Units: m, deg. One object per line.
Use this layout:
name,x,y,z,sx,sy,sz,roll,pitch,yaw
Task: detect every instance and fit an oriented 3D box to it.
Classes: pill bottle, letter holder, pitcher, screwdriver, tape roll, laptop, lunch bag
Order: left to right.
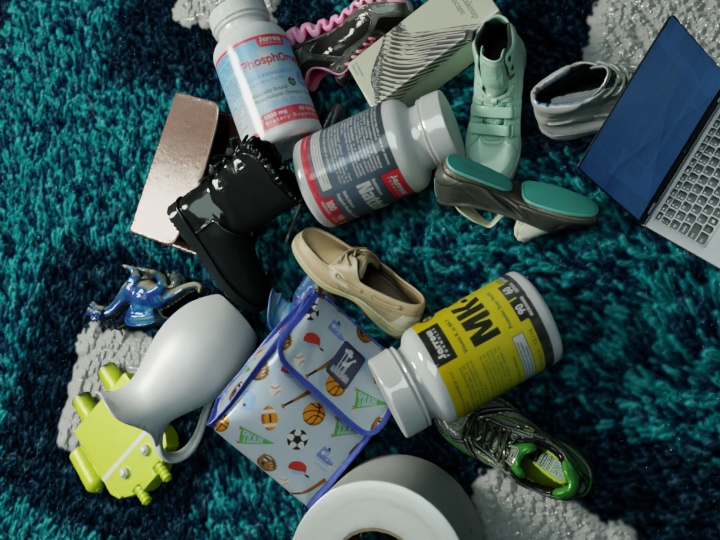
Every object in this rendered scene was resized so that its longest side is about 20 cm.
pitcher,-0.222,0.146,1.071,0.200,0.173,0.120,-44,45,-16
letter holder,-0.209,-0.122,1.125,0.140,0.100,0.204,17,87,23
pill bottle,-0.132,-0.254,1.078,0.107,0.108,0.204,-23,83,17
lunch bag,-0.059,0.148,0.969,0.170,0.124,0.201,41,93,-10
screwdriver,-0.066,-0.134,1.106,0.029,0.028,0.204,26,93,55
pill bottle,0.025,-0.143,1.015,0.196,0.119,0.122,-21,72,19
tape roll,0.032,0.319,0.893,0.198,0.139,0.208,0,89,15
pill bottle,0.115,0.096,0.903,0.197,0.115,0.116,-28,69,-6
laptop,0.371,-0.127,0.864,0.198,0.116,0.189,34,95,25

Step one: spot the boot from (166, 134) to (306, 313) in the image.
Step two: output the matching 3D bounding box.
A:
boot,-0.137,-0.060,1.036,0.161,0.074,0.199,-34,103,20

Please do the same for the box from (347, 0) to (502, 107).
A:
box,0.087,-0.285,1.043,0.198,0.068,0.083,-36,67,14

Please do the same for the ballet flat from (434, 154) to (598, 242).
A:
ballet flat,0.180,-0.079,0.960,0.196,0.068,0.069,20,127,3

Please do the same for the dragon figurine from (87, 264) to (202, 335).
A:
dragon figurine,-0.297,0.050,1.145,0.196,0.059,0.102,9,88,24

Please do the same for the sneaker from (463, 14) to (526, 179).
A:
sneaker,0.154,-0.200,0.971,0.072,0.118,0.206,5,83,22

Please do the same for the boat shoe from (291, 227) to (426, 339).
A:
boat shoe,0.000,0.000,1.012,0.198,0.071,0.065,35,138,14

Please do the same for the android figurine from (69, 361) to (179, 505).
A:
android figurine,-0.333,0.234,1.145,0.182,0.041,0.201,-45,65,10

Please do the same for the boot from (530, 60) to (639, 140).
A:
boot,0.293,-0.204,0.923,0.196,0.095,0.075,-16,74,20

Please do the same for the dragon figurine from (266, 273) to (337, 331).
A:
dragon figurine,-0.086,0.055,1.059,0.097,0.059,0.205,-4,78,22

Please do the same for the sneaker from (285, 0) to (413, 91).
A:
sneaker,-0.013,-0.301,1.093,0.196,0.079,0.098,-15,80,28

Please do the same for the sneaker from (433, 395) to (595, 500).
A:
sneaker,0.167,0.191,0.910,0.197,0.085,0.080,22,89,26
